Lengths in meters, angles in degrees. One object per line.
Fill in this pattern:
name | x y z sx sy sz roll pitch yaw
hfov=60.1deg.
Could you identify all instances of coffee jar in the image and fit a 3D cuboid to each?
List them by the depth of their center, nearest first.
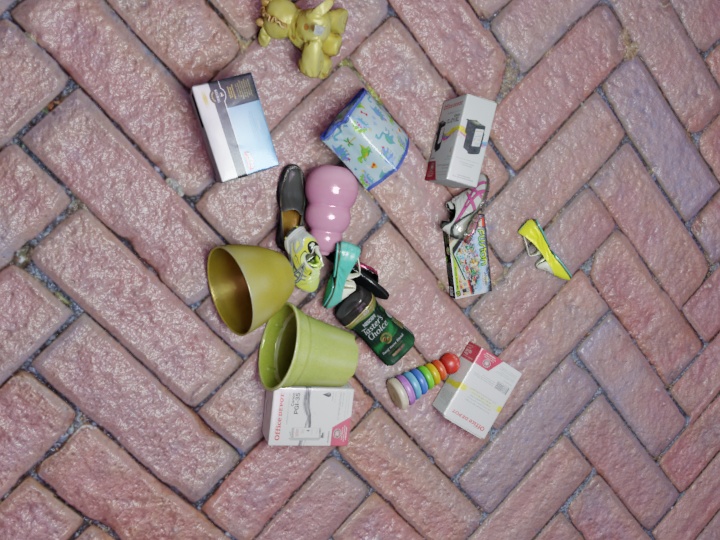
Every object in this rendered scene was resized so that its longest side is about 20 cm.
coffee jar | 0.033 0.133 1.513 0.104 0.085 0.200 -44 107 7

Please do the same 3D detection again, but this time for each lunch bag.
lunch bag | 0.023 -0.310 1.423 0.170 0.127 0.201 45 44 -17

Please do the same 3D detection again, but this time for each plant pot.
plant pot | -0.231 0.026 1.379 0.141 0.199 0.202 -20 104 -36
plant pot | -0.112 0.191 1.436 0.183 0.200 0.203 17 92 -30

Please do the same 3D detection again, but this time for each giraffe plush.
giraffe plush | -0.138 -0.526 1.348 0.161 0.200 0.174 24 94 10

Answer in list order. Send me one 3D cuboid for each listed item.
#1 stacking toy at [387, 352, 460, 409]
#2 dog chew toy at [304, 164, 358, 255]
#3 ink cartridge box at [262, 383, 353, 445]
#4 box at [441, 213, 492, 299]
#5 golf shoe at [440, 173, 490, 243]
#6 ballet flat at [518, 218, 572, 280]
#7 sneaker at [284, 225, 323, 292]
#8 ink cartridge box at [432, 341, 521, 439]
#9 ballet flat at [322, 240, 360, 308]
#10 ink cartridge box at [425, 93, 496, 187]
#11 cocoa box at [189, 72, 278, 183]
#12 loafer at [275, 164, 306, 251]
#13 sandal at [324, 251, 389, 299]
stacking toy | 0.170 0.273 1.588 0.198 0.085 0.086 -25 104 -19
dog chew toy | -0.073 -0.136 1.423 0.123 0.124 0.203 7 94 -18
ink cartridge box | -0.127 0.340 1.494 0.198 0.083 0.148 5 96 -18
box | 0.273 -0.037 1.595 0.109 0.035 0.203 -11 101 -16
golf shoe | 0.262 -0.168 1.536 0.091 0.073 0.201 23 63 2
ballet flat | 0.485 -0.045 1.653 0.067 0.067 0.201 -33 104 12
sneaker | -0.122 -0.009 1.410 0.075 0.076 0.201 -39 147 -21
ink cartridge box | 0.302 0.312 1.625 0.144 0.083 0.201 33 87 -18
ballet flat | -0.039 0.019 1.443 0.070 0.068 0.201 9 130 -9
ink cartridge box | 0.237 -0.306 1.488 0.082 0.146 0.202 12 93 -16
cocoa box | -0.271 -0.302 1.335 0.130 0.133 0.202 -19 103 -14
loafer | -0.154 -0.142 1.426 0.072 0.072 0.203 0 97 -16
sandal | 0.000 0.000 1.497 0.200 0.075 0.045 40 67 -15
